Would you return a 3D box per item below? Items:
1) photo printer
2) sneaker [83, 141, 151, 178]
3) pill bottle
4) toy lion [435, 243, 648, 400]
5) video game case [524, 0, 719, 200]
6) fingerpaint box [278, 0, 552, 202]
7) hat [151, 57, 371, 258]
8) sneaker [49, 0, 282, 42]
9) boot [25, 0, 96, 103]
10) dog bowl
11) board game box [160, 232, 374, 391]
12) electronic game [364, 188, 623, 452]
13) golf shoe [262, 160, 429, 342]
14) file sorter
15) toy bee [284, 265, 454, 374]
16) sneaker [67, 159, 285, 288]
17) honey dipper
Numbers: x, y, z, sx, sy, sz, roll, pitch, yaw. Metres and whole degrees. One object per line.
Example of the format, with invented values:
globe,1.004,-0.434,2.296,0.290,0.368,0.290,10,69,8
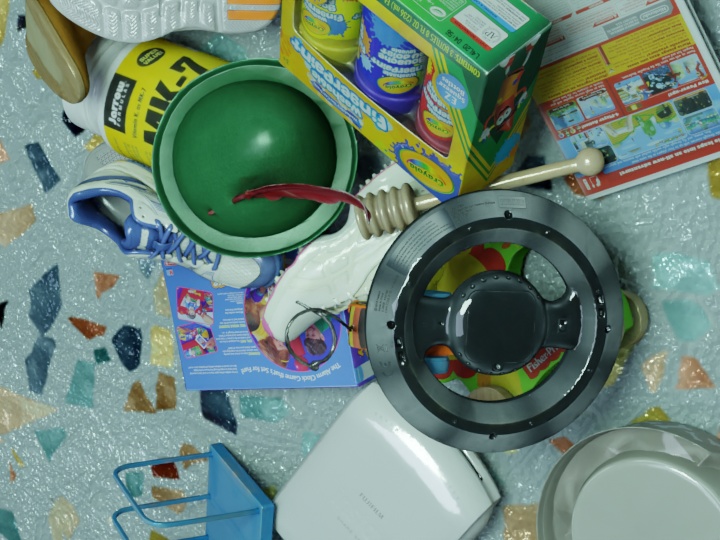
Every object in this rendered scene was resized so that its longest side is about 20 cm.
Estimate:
photo printer,0.023,0.207,1.255,0.166,0.069,0.200,45,122,14
sneaker,-0.187,-0.077,1.301,0.199,0.082,0.075,19,112,26
pill bottle,-0.163,-0.144,1.250,0.199,0.114,0.115,22,114,25
toy lion,0.112,0.029,1.164,0.200,0.068,0.192,-44,71,32
video game case,0.190,-0.157,1.044,0.142,0.017,0.201,-18,114,34
fingerpaint box,0.031,-0.167,1.027,0.200,0.073,0.167,43,154,19
hat,-0.088,-0.097,1.066,0.199,0.176,0.167,-8,87,8
sneaker,-0.169,-0.242,1.204,0.199,0.112,0.078,5,108,-10
boot,-0.233,-0.236,1.232,0.202,0.143,0.071,54,148,31
dog bowl,0.245,0.214,1.128,0.199,0.059,0.202,9,108,30
board game box,-0.086,0.040,1.292,0.199,0.045,0.135,-4,101,32
electronic game,0.101,0.039,1.044,0.198,0.042,0.202,-2,100,-8
golf shoe,0.000,0.000,1.163,0.200,0.075,0.092,-46,70,16
file sorter,-0.169,0.292,1.335,0.139,0.122,0.201,35,125,58
toy bee,0.034,0.037,1.105,0.199,0.109,0.132,24,88,-17
sneaker,-0.164,-0.027,1.204,0.199,0.088,0.076,22,117,17
honey dipper,0.093,-0.066,1.094,0.199,0.038,0.038,-15,96,12
